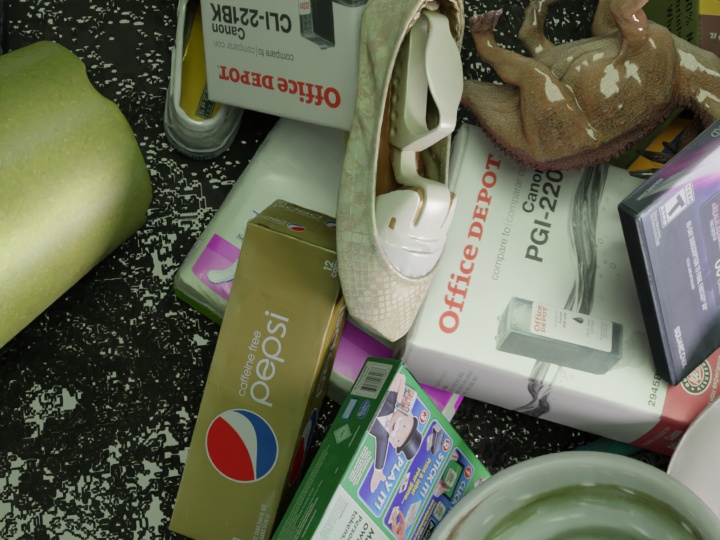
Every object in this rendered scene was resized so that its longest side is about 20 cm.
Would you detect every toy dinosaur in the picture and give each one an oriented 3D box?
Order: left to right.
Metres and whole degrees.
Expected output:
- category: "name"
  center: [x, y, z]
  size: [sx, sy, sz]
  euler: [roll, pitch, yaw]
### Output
- category: "toy dinosaur"
  center: [0.134, -0.090, 0.822]
  size: [0.198, 0.086, 0.137]
  euler: [-13, 97, 21]

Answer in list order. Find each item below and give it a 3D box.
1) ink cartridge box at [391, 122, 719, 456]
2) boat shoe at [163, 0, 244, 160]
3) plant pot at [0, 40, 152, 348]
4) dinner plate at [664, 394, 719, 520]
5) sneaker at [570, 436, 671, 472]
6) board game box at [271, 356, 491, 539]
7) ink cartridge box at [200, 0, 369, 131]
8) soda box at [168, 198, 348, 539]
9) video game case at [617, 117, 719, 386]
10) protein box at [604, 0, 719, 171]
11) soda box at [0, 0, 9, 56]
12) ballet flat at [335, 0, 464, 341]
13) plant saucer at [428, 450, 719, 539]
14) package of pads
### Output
- category: "ink cartridge box"
  center: [0.131, 0.014, 0.894]
  size: [0.197, 0.085, 0.147]
  euler: [15, 74, 2]
- category: "boat shoe"
  center: [-0.091, -0.181, 0.988]
  size: [0.074, 0.086, 0.205]
  euler: [16, 75, -3]
- category: "plant pot"
  center: [-0.233, -0.040, 0.894]
  size: [0.183, 0.201, 0.201]
  euler: [-35, 83, -26]
- category: "dinner plate"
  center: [0.273, 0.122, 0.850]
  size: [0.197, 0.202, 0.024]
  euler: [5, 36, -6]
- category: "sneaker"
  center: [0.188, 0.103, 0.960]
  size: [0.119, 0.084, 0.203]
  euler: [0, 77, -18]
- category: "board game box"
  center: [0.002, 0.171, 0.853]
  size: [0.029, 0.135, 0.201]
  euler: [7, 57, 39]
- category: "ink cartridge box"
  center: [-0.026, -0.194, 0.886]
  size: [0.083, 0.143, 0.203]
  euler: [-21, 117, -40]
- category: "soda box"
  center: [-0.054, 0.065, 0.887]
  size: [0.063, 0.068, 0.202]
  euler: [18, 107, 8]
- category: "video game case"
  center: [0.226, -0.045, 0.810]
  size: [0.199, 0.144, 0.019]
  euler: [-39, 47, -13]
- category: "protein box"
  center: [0.249, -0.167, 0.971]
  size: [0.133, 0.200, 0.201]
  euler: [4, 75, -6]
- category: "soda box"
  center: [-0.264, -0.218, 0.982]
  size: [0.062, 0.071, 0.203]
  euler: [1, 76, -8]
- category: "ballet flat"
  center: [0.025, -0.060, 0.808]
  size: [0.067, 0.062, 0.203]
  euler: [-1, 93, -36]
- category: "plant saucer"
  center: [0.123, 0.204, 0.836]
  size: [0.197, 0.050, 0.202]
  euler: [-10, 59, 16]
- category: "package of pads"
  center: [0.000, 0.000, 0.964]
  size: [0.199, 0.068, 0.155]
  euler: [33, 74, 1]
